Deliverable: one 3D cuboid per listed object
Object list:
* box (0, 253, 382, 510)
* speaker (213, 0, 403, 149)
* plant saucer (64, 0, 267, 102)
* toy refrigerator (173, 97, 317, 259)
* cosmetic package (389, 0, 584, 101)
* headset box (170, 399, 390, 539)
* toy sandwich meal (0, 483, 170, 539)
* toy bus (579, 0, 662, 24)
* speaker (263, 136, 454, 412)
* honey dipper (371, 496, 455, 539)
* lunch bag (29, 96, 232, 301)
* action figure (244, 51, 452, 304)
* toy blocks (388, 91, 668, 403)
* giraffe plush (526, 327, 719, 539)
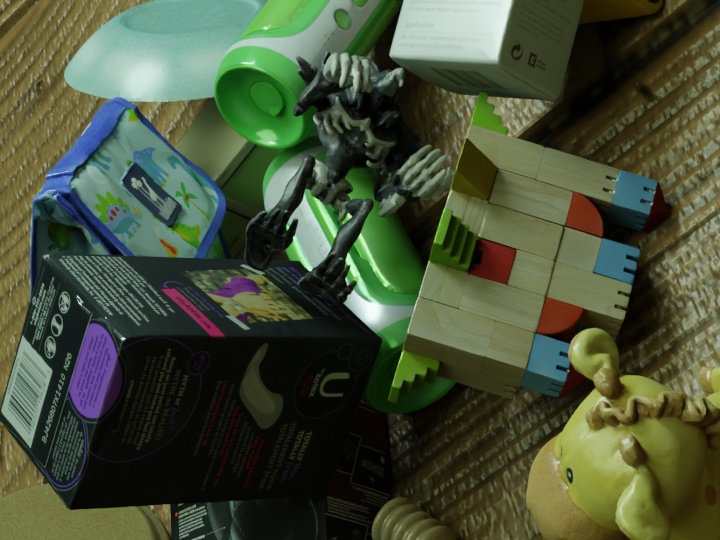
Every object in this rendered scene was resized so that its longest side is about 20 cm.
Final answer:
[{"bbox_3d":[-0.105,0.067,1.232,0.106,0.199,0.123,41,118,43],"label":"box"},{"bbox_3d":[-0.027,-0.175,1.404,0.088,0.089,0.201,-11,35,41],"label":"speaker"},{"bbox_3d":[-0.126,-0.175,1.487,0.200,0.200,0.039,20,123,46],"label":"plant saucer"},{"bbox_3d":[-0.116,-0.046,1.503,0.200,0.076,0.070,-50,46,16],"label":"toy refrigerator"},{"bbox_3d":[0.097,-0.217,1.277,0.101,0.074,0.202,10,81,45],"label":"cosmetic package"},{"bbox_3d":[-0.056,0.165,1.358,0.148,0.077,0.202,-25,56,34],"label":"headset box"},{"bbox_3d":[-0.233,0.241,1.470,0.203,0.071,0.206,-4,40,3],"label":"toy sandwich meal"},{"bbox_3d":[0.113,-0.208,1.355,0.199,0.065,0.079,-2,74,43],"label":"toy bus"},{"bbox_3d":[0.000,0.000,1.353,0.088,0.088,0.201,-46,47,21],"label":"speaker"},{"bbox_3d":[0.082,0.204,1.240,0.199,0.038,0.038,33,97,43],"label":"honey dipper"},{"bbox_3d":[-0.161,0.000,1.376,0.126,0.202,0.170,-11,23,14],"label":"lunch bag"},{"bbox_3d":[0.000,-0.076,1.268,0.102,0.119,0.201,-31,28,46],"label":"action figure"},{"bbox_3d":[0.110,0.003,1.234,0.135,0.100,0.202,17,65,3],"label":"toy blocks"},{"bbox_3d":[0.164,0.123,1.098,0.172,0.161,0.201,41,103,45],"label":"giraffe plush"}]
